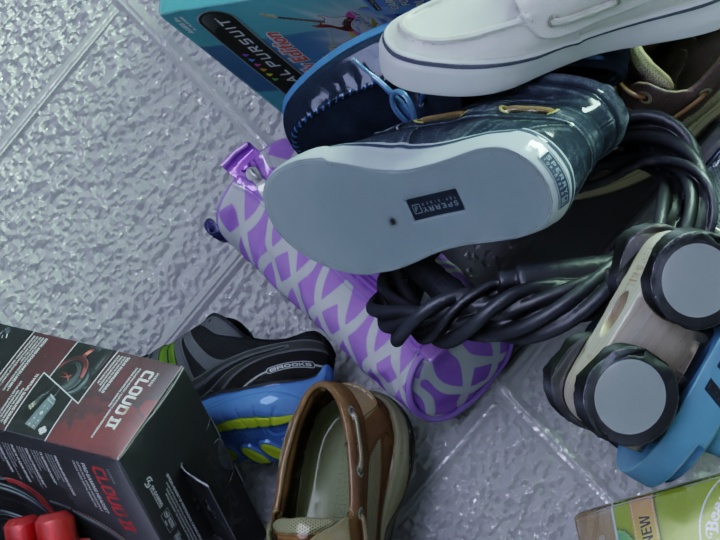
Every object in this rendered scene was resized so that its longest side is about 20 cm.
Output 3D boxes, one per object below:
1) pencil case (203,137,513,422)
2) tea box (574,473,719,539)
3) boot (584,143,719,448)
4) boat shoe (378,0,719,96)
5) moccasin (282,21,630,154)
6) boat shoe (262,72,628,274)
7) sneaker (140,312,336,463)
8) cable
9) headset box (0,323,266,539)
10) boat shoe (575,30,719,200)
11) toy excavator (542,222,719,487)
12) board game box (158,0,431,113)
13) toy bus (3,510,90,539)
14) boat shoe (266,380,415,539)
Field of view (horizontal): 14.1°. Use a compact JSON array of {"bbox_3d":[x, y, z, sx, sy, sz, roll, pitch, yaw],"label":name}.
[{"bbox_3d":[0.000,0.000,1.654,0.084,0.086,0.200,-44,57,-9],"label":"pencil case"},{"bbox_3d":[0.231,0.196,1.412,0.196,0.133,0.201,-19,72,26],"label":"tea box"},{"bbox_3d":[0.176,0.004,1.543,0.072,0.090,0.201,15,82,34],"label":"boot"},{"bbox_3d":[0.104,-0.144,1.496,0.199,0.066,0.072,-11,40,-2],"label":"boat shoe"},{"bbox_3d":[0.049,-0.101,1.569,0.199,0.080,0.069,-23,57,18],"label":"moccasin"},{"bbox_3d":[0.046,-0.052,1.526,0.199,0.091,0.071,-5,115,41],"label":"boat shoe"},{"bbox_3d":[-0.095,0.070,1.708,0.199,0.071,0.083,-5,45,35],"label":"sneaker"},{"bbox_3d":[0.094,-0.021,1.531,0.199,0.051,0.163,-5,34,33],"label":"cable"},{"bbox_3d":[-0.155,0.114,1.663,0.199,0.149,0.075,12,52,33],"label":"headset box"},{"bbox_3d":[0.164,-0.108,1.591,0.199,0.072,0.073,-26,50,23],"label":"boat shoe"},{"bbox_3d":[0.217,0.039,1.428,0.199,0.100,0.195,31,87,-9],"label":"toy excavator"},{"bbox_3d":[0.009,-0.146,1.655,0.199,0.151,0.047,-6,66,29],"label":"board game box"},{"bbox_3d":[-0.153,0.230,1.600,0.199,0.135,0.194,-6,90,42],"label":"toy bus"},{"bbox_3d":[-0.024,0.155,1.586,0.075,0.074,0.201,-8,65,31],"label":"boat shoe"}]
